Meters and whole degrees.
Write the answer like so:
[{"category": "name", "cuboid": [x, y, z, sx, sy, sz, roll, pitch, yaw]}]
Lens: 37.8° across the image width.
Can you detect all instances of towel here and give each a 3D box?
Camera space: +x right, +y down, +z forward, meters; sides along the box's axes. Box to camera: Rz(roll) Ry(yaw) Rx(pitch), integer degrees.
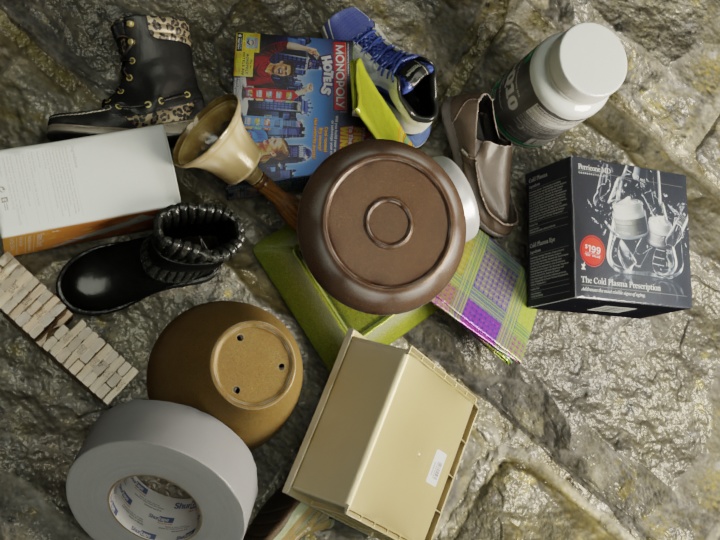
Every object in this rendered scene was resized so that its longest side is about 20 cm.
[{"category": "towel", "cuboid": [0.038, -0.167, 1.295, 0.018, 0.200, 0.087, -19, 51, 18]}, {"category": "towel", "cuboid": [0.146, 0.015, 1.344, 0.199, 0.023, 0.144, 36, 54, -18]}]

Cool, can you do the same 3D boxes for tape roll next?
[{"category": "tape roll", "cuboid": [-0.213, 0.235, 1.138, 0.199, 0.201, 0.066, 28, 35, -10]}]

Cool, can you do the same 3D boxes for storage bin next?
[{"category": "storage bin", "cuboid": [0.035, 0.205, 1.233, 0.198, 0.093, 0.202, 40, 66, -47]}]

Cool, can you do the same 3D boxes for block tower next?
[{"category": "block tower", "cuboid": [-0.346, 0.070, 1.201, 0.200, 0.058, 0.054, 43, 72, -4]}]

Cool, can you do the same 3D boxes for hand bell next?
[{"category": "hand bell", "cuboid": [-0.114, -0.102, 1.231, 0.200, 0.104, 0.105, 43, 69, -32]}]

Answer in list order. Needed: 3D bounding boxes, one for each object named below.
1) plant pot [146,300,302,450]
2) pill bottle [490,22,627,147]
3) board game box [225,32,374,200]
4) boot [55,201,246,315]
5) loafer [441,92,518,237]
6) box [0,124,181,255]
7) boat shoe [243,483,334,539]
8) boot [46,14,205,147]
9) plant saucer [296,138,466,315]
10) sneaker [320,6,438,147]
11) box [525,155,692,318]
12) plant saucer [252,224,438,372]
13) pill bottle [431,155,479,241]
[{"category": "plant pot", "cuboid": [-0.140, 0.114, 1.180, 0.184, 0.200, 0.189, 3, 80, -15]}, {"category": "pill bottle", "cuboid": [0.254, -0.239, 1.360, 0.112, 0.200, 0.114, 3, 79, -16]}, {"category": "board game box", "cuboid": [-0.063, -0.184, 1.309, 0.198, 0.062, 0.202, 4, 80, -7]}, {"category": "boot", "cuboid": [-0.241, -0.015, 1.192, 0.209, 0.158, 0.080, -18, 86, -19]}, {"category": "loafer", "cuboid": [0.164, -0.142, 1.373, 0.073, 0.071, 0.202, -15, 84, -47]}, {"category": "box", "cuboid": [-0.317, -0.089, 1.198, 0.198, 0.124, 0.099, -12, 85, -19]}, {"category": "boat shoe", "cuboid": [-0.061, 0.285, 1.247, 0.076, 0.071, 0.200, 47, 72, -21]}, {"category": "boot", "cuboid": [-0.281, -0.224, 1.261, 0.198, 0.073, 0.152, -6, 83, -22]}, {"category": "plant saucer", "cuboid": [0.029, -0.052, 1.180, 0.198, 0.032, 0.203, 2, 83, -13]}, {"category": "sneaker", "cuboid": [0.043, -0.260, 1.344, 0.080, 0.115, 0.200, -36, 92, -20]}, {"category": "box", "cuboid": [0.325, -0.039, 1.382, 0.198, 0.104, 0.184, 5, 78, -27]}, {"category": "plant saucer", "cuboid": [0.000, 0.000, 1.322, 0.199, 0.048, 0.201, -34, 92, -19]}, {"category": "pill bottle", "cuboid": [0.034, -0.051, 1.253, 0.199, 0.111, 0.112, -25, 88, -14]}]
